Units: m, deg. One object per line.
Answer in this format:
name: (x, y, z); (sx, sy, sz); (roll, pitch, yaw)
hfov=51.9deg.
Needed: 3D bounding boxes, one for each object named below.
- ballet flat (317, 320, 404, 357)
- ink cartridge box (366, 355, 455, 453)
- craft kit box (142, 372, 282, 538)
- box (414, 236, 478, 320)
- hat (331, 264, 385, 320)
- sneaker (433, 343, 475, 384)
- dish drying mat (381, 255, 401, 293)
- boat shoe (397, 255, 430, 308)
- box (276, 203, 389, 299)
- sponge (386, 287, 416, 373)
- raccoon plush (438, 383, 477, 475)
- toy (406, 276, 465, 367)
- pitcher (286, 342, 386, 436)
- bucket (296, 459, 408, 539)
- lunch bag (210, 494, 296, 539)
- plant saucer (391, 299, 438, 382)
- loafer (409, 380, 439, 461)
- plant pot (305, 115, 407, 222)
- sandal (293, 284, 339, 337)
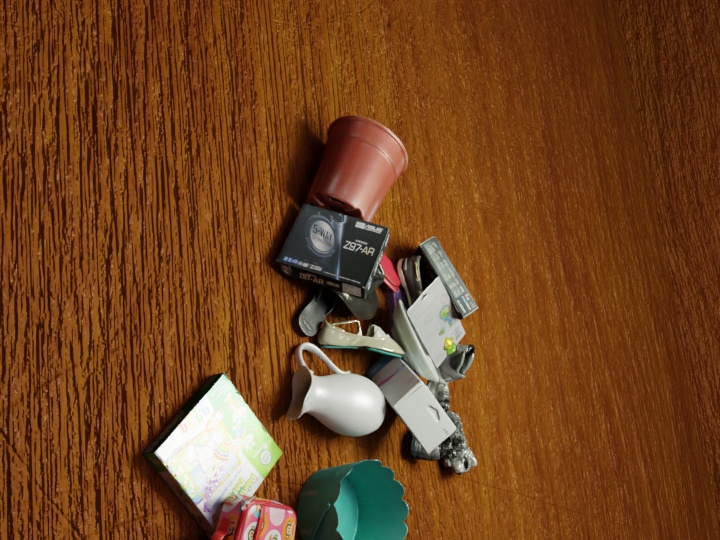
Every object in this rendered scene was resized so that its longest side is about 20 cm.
ballet flat: (0.005, 0.141, 1.570); (0.196, 0.069, 0.071); (9, 68, -17)
ink cartridge box: (0.106, 0.277, 1.588); (0.084, 0.200, 0.146); (-38, 111, -5)
craft kit box: (-0.252, 0.322, 1.298); (0.200, 0.048, 0.201); (59, 43, -20)
box: (0.206, 0.024, 1.793); (0.045, 0.159, 0.202); (-31, 84, -4)
hat: (0.000, 0.000, 1.602); (0.200, 0.080, 0.203); (43, 30, -32)
sneaker: (0.233, 0.174, 1.827); (0.074, 0.114, 0.205); (8, 72, -45)
dish drying mat: (0.028, -0.039, 1.723); (0.200, 0.018, 0.077); (47, 31, -18)
boat shoe: (0.150, 0.063, 1.764); (0.072, 0.060, 0.205); (-38, 110, -53)
box: (-0.055, -0.042, 1.530); (0.044, 0.196, 0.162); (90, 20, -55)
sponge: (0.114, 0.146, 1.770); (0.110, 0.029, 0.205); (10, 70, -46)
raccoon plush: (0.232, 0.389, 1.782); (0.134, 0.095, 0.203); (46, 47, -38)
toy: (0.169, 0.118, 1.727); (0.115, 0.047, 0.202); (-46, 127, -20)
pitcher: (-0.049, 0.242, 1.504); (0.197, 0.121, 0.175); (20, 50, -29)
bucket: (-0.018, 0.474, 1.436); (0.205, 0.133, 0.212); (19, 63, -42)
lunch bag: (-0.197, 0.484, 1.243); (0.176, 0.081, 0.204); (36, 62, -50)
plant saucer: (0.112, 0.166, 1.660); (0.203, 0.049, 0.200); (64, 4, -7)
loafer: (0.166, 0.344, 1.715); (0.073, 0.071, 0.204); (87, 17, -65)
plant pot: (-0.018, -0.196, 1.627); (0.200, 0.199, 0.198); (42, 58, -30)
sandal: (-0.075, 0.060, 1.578); (0.076, 0.042, 0.202); (47, 47, -27)
